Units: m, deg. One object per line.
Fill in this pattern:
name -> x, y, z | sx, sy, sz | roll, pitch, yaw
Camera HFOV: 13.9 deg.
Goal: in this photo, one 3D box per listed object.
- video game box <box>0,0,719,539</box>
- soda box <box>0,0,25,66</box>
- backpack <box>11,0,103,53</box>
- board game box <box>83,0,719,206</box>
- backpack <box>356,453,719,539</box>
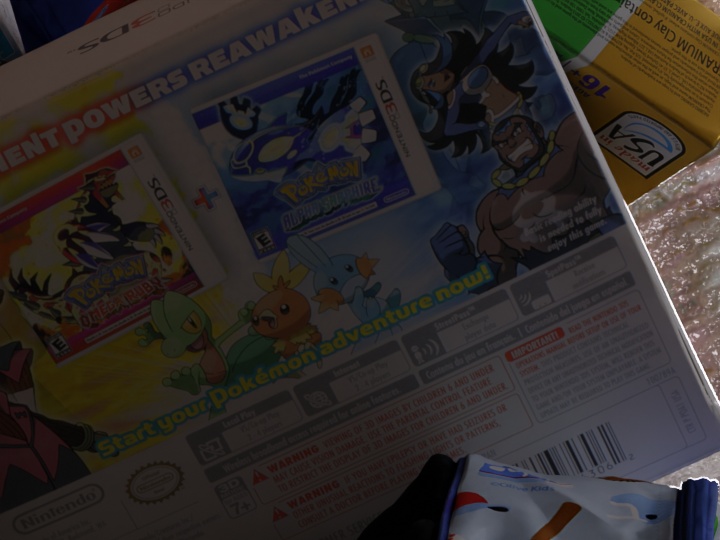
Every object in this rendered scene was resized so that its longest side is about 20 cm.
video game box -> -0.024, 0.009, 0.805 | 0.047, 0.199, 0.183 | -106, 170, -61
soda box -> -0.163, -0.117, 0.989 | 0.069, 0.063, 0.200 | 62, 2, -30
backpack -> -0.088, -0.106, 1.313 | 0.200, 0.162, 0.168 | 52, -18, 47
board game box -> 0.005, -0.059, 0.893 | 0.153, 0.040, 0.200 | 33, -28, -11
backpack -> 0.055, 0.147, 0.760 | 0.200, 0.153, 0.191 | -86, 173, -68
